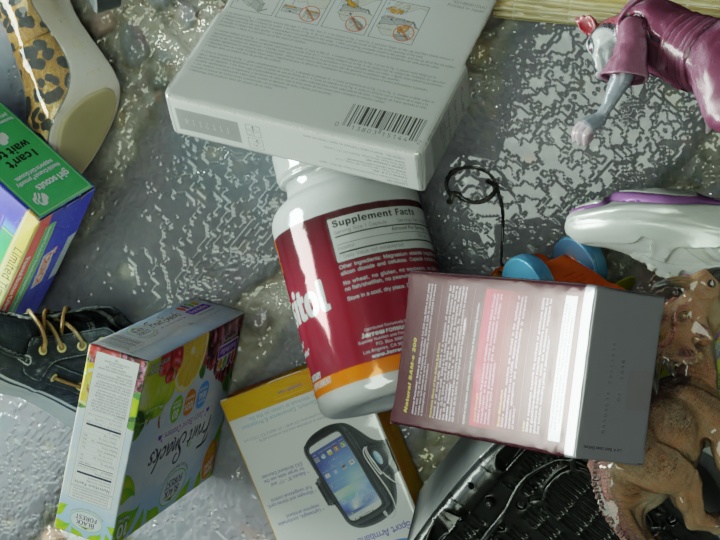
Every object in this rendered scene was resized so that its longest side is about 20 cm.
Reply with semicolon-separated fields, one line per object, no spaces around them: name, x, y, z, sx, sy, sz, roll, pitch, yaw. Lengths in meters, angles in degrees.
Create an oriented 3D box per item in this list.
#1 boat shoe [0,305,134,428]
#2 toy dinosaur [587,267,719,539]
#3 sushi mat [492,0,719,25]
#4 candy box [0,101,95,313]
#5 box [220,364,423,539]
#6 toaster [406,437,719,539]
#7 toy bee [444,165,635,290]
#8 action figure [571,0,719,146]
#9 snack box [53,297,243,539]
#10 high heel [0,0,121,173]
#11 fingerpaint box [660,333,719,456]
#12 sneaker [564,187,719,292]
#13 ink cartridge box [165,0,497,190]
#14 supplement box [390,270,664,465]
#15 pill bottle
boat shoe;-0.240;0.053;1.394;0.091;0.200;0.071;-38;53;13
toy dinosaur;0.189;0.105;1.176;0.086;0.200;0.136;-4;139;49
sushi mat;0.193;-0.219;1.298;0.200;0.012;0.096;8;101;16
candy box;-0.323;-0.062;1.419;0.200;0.077;0.169;40;132;7
box;-0.016;0.170;1.411;0.119;0.041;0.200;-21;94;19
toaster;0.138;0.181;1.308;0.200;0.119;0.181;37;107;-7
toy bee;0.138;0.021;1.317;0.131;0.200;0.109;-6;130;-15
action figure;0.227;-0.149;1.225;0.200;0.134;0.149;27;122;33
snack box;-0.154;0.108;1.357;0.053;0.200;0.142;17;103;13
high heel;-0.259;-0.164;1.431;0.143;0.071;0.200;27;115;30
fingerpaint box;0.308;0.046;1.273;0.167;0.073;0.200;28;106;12
sneaker;0.232;-0.002;1.211;0.200;0.075;0.100;9;100;18
ink cartridge box;-0.014;-0.154;1.319;0.200;0.176;0.045;15;145;19
supplement box;0.104;0.060;1.181;0.200;0.061;0.109;6;87;56
pill bottle;0.000;0.000;1.330;0.113;0.113;0.200;-19;78;19
